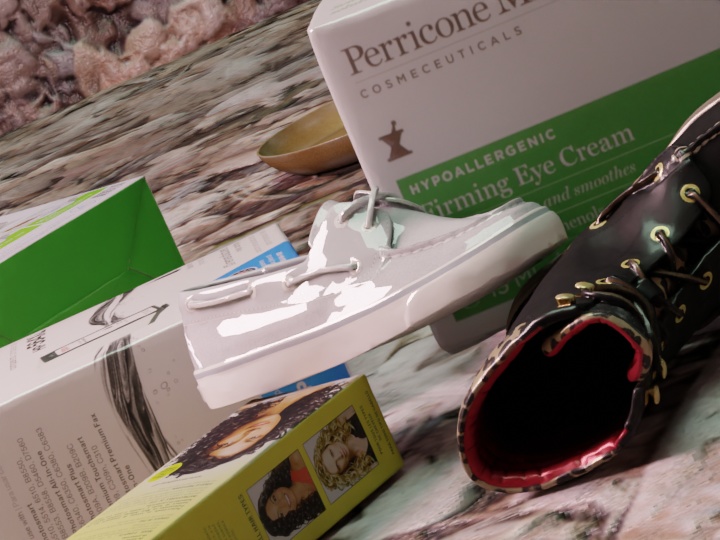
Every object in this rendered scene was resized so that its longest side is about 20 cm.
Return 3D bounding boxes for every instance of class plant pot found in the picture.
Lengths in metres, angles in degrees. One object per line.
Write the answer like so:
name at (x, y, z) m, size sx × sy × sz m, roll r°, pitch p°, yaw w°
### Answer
plant pot at (0.018, -0.116, 2.150) m, size 0.199 × 0.028 × 0.200 m, roll -23°, pitch 12°, yaw 5°

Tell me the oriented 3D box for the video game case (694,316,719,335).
video game case at (0.194, -0.017, 1.335) m, size 0.199 × 0.022 × 0.182 m, roll -17°, pitch 13°, yaw 32°

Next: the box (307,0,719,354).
box at (0.102, -0.093, 1.377) m, size 0.198 × 0.172 × 0.200 m, roll -22°, pitch 11°, yaw 11°

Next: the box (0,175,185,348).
box at (-0.236, 0.032, 1.808) m, size 0.176 × 0.097 × 0.200 m, roll -14°, pitch 15°, yaw 44°

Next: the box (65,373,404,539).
box at (-0.068, 0.112, 1.215) m, size 0.075 × 0.050 × 0.200 m, roll -16°, pitch 15°, yaw 40°

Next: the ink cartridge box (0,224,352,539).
ink cartridge box at (-0.110, 0.062, 1.439) m, size 0.199 × 0.085 × 0.146 m, roll -24°, pitch 11°, yaw -3°

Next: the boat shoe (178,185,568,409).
boat shoe at (0.000, 0.000, 1.285) m, size 0.199 × 0.069 × 0.072 m, roll -24°, pitch -1°, yaw 38°

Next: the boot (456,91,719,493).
boot at (0.122, 0.005, 1.183) m, size 0.200 × 0.073 × 0.151 m, roll -39°, pitch 6°, yaw 27°
